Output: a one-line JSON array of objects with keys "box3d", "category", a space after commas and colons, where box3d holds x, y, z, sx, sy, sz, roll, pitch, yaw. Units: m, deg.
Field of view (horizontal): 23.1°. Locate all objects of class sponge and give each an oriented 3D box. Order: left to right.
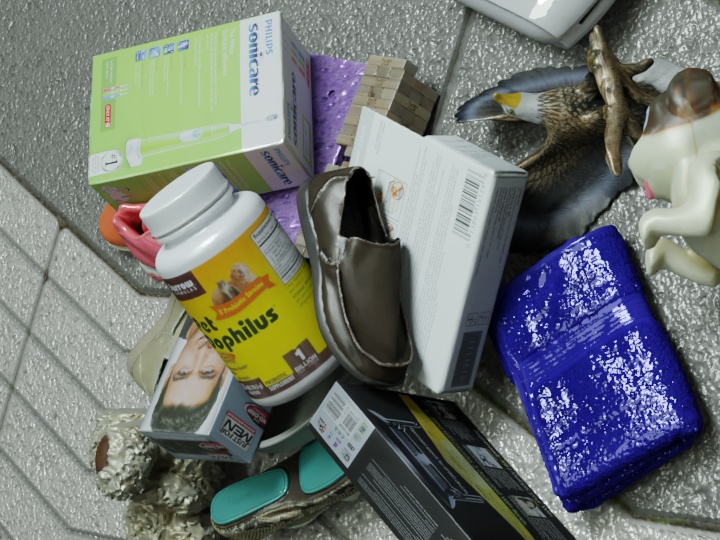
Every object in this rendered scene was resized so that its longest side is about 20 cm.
[{"box3d": [-0.055, -0.110, 1.697, 0.111, 0.030, 0.201, 14, 80, 42], "category": "sponge"}]

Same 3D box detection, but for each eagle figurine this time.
[{"box3d": [0.169, -0.121, 1.474, 0.152, 0.151, 0.200, -50, 2, -29], "category": "eagle figurine"}]

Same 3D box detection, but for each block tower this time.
[{"box3d": [0.006, -0.094, 1.619, 0.054, 0.058, 0.201, 14, 80, 46], "category": "block tower"}]

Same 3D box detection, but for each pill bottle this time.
[{"box3d": [-0.100, 0.010, 1.507, 0.109, 0.109, 0.200, -24, 109, 36], "category": "pill bottle"}]

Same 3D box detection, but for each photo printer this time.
[{"box3d": [0.155, -0.290, 1.527, 0.200, 0.069, 0.167, 35, 94, 41], "category": "photo printer"}]

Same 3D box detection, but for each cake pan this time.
[{"box3d": [-0.065, 0.084, 1.638, 0.200, 0.037, 0.201, -26, 43, 28], "category": "cake pan"}]

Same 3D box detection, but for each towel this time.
[{"box3d": [0.182, 0.079, 1.438, 0.148, 0.049, 0.201, -40, 57, 30], "category": "towel"}]

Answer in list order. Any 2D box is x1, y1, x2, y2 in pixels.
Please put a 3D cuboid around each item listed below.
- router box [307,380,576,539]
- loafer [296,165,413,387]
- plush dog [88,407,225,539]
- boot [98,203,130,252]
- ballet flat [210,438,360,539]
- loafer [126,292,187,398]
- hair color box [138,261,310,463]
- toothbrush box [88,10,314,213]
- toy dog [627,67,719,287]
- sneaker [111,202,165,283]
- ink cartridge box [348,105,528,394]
[{"box3d": [0.070, 0.179, 1.456, 0.052, 0.157, 0.200, -56, 50, 17], "category": "router box"}, {"box3d": [0.000, 0.000, 1.478, 0.071, 0.073, 0.201, -37, 66, 45], "category": "loafer"}, {"box3d": [-0.179, 0.224, 1.704, 0.200, 0.159, 0.173, -169, 76, -78], "category": "plush dog"}, {"box3d": [-0.220, -0.077, 1.811, 0.199, 0.107, 0.075, -24, 67, 38], "category": "boot"}, {"box3d": [-0.047, 0.198, 1.615, 0.199, 0.075, 0.068, -30, 45, 27], "category": "ballet flat"}, {"box3d": [-0.160, 0.060, 1.752, 0.200, 0.075, 0.068, -52, 52, 33], "category": "loafer"}, {"box3d": [-0.117, 0.074, 1.619, 0.099, 0.061, 0.201, -3, 58, 43], "category": "hair color box"}, {"box3d": [-0.151, -0.145, 1.678, 0.199, 0.086, 0.146, -12, 62, 17], "category": "toothbrush box"}, {"box3d": [0.287, -0.062, 1.316, 0.194, 0.139, 0.200, -47, 61, 7], "category": "toy dog"}, {"box3d": [-0.160, -0.024, 1.623, 0.199, 0.087, 0.074, 7, 63, 46], "category": "sneaker"}, {"box3d": [0.049, -0.021, 1.509, 0.173, 0.043, 0.201, 33, 117, 45], "category": "ink cartridge box"}]
